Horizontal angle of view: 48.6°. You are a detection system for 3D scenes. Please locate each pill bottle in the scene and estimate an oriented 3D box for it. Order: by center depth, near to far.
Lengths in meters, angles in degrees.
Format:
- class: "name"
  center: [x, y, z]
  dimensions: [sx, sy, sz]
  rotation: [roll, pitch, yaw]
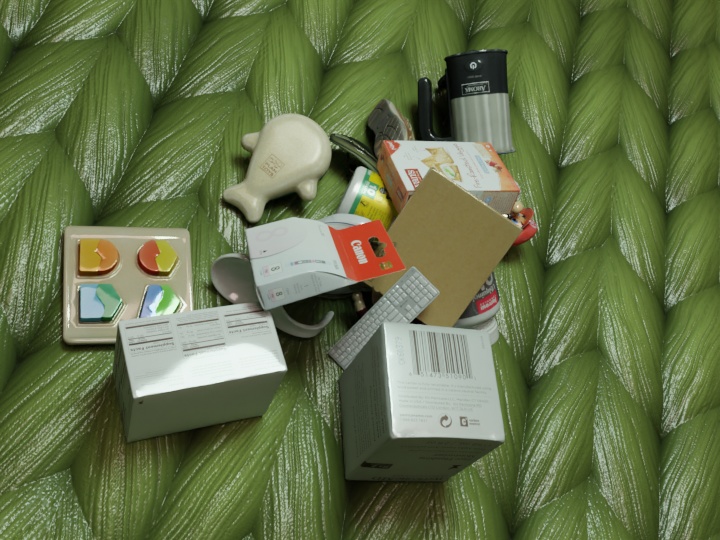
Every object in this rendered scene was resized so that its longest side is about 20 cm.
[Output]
- class: "pill bottle"
  center: [0.160, 0.023, 1.268]
  dimensions: [0.111, 0.111, 0.200]
  rotation: [-28, 112, -31]
- class: "pill bottle"
  center: [0.063, -0.085, 1.340]
  dimensions: [0.200, 0.113, 0.113]
  rotation: [25, 56, -5]

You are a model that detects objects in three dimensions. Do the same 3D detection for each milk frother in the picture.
- class: "milk frother"
  center: [0.216, -0.312, 1.526]
  dimensions: [0.200, 0.180, 0.188]
  rotation: [-16, 103, -57]

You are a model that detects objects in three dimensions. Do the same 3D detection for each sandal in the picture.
- class: "sandal"
  center: [0.018, -0.166, 1.400]
  dimensions: [0.201, 0.057, 0.080]
  rotation: [43, 16, -5]

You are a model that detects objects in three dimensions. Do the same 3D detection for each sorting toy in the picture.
- class: "sorting toy"
  center: [-0.341, 0.015, 1.180]
  dimensions: [0.185, 0.036, 0.200]
  rotation: [0, 61, -20]

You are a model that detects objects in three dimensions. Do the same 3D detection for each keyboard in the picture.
- class: "keyboard"
  center: [0.033, 0.080, 1.197]
  dimensions: [0.056, 0.200, 0.011]
  rotation: [47, 23, 9]

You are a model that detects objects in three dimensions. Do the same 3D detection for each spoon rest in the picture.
- class: "spoon rest"
  center: [-0.138, 0.042, 1.210]
  dimensions: [0.200, 0.099, 0.061]
  rotation: [31, 42, -11]

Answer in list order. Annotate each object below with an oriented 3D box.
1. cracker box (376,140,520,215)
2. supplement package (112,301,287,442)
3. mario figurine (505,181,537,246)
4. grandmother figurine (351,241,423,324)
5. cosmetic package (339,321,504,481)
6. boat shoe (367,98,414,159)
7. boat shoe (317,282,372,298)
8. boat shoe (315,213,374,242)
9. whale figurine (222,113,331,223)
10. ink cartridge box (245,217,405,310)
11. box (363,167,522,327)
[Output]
- class: "cracker box"
  center: [0.140, -0.151, 1.298]
  dimensions: [0.200, 0.058, 0.134]
  rotation: [-3, 44, -19]
- class: "supplement package"
  center: [-0.221, 0.137, 1.079]
  dimensions: [0.200, 0.156, 0.111]
  rotation: [-7, 61, -24]
- class: "mario figurine"
  center: [0.225, -0.119, 1.385]
  dimensions: [0.200, 0.106, 0.124]
  rotation: [28, 87, -10]
- class: "grandmother figurine"
  center: [0.047, 0.059, 1.241]
  dimensions: [0.121, 0.061, 0.200]
  rotation: [7, 90, 7]
- class: "cosmetic package"
  center: [0.078, 0.192, 1.130]
  dimensions: [0.165, 0.200, 0.165]
  rotation: [6, 59, -17]
- class: "boat shoe"
  center: [0.068, -0.237, 1.430]
  dimensions: [0.072, 0.076, 0.200]
  rotation: [31, 31, -30]
- class: "boat shoe"
  center: [0.000, 0.000, 1.294]
  dimensions: [0.200, 0.068, 0.075]
  rotation: [-2, 62, -21]
- class: "boat shoe"
  center: [-0.070, -0.037, 1.247]
  dimensions: [0.200, 0.074, 0.065]
  rotation: [-9, 51, 25]
- class: "whale figurine"
  center: [-0.138, -0.166, 1.339]
  dimensions: [0.159, 0.104, 0.200]
  rotation: [39, 80, 4]
- class: "ink cartridge box"
  center: [-0.056, -0.030, 1.120]
  dimensions: [0.200, 0.057, 0.163]
  rotation: [-19, 32, -2]
- class: "box"
  center: [0.116, -0.025, 1.181]
  dimensions: [0.163, 0.200, 0.021]
  rotation: [34, 13, 0]
